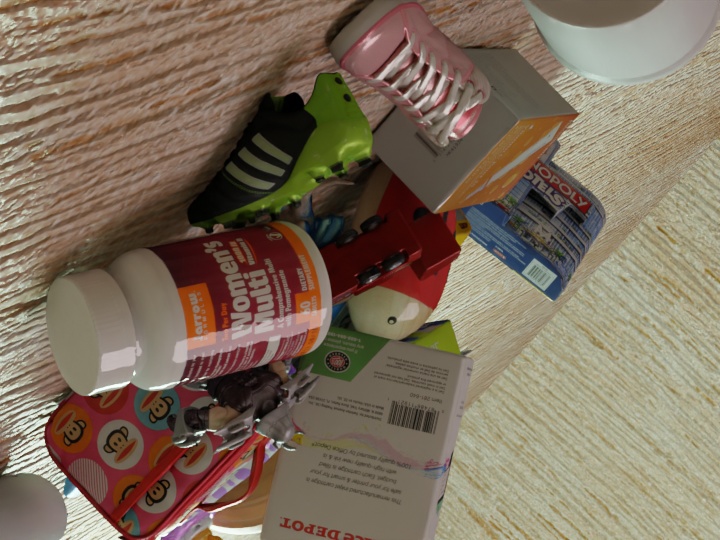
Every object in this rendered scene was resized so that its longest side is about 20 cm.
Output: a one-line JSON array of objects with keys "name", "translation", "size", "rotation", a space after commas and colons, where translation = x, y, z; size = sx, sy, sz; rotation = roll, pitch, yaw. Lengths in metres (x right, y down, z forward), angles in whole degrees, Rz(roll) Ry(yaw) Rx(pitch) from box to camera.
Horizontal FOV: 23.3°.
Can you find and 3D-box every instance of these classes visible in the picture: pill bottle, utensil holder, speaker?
[{"name": "pill bottle", "translation": [-0.131, 0.031, 1.336], "size": [0.199, 0.110, 0.110], "rotation": [-13, 152, -33]}, {"name": "utensil holder", "translation": [0.209, -0.253, 1.438], "size": [0.170, 0.170, 0.200], "rotation": [-45, 167, 8]}, {"name": "speaker", "translation": [-0.333, 0.223, 1.511], "size": [0.081, 0.081, 0.200], "rotation": [-45, 168, 10]}]

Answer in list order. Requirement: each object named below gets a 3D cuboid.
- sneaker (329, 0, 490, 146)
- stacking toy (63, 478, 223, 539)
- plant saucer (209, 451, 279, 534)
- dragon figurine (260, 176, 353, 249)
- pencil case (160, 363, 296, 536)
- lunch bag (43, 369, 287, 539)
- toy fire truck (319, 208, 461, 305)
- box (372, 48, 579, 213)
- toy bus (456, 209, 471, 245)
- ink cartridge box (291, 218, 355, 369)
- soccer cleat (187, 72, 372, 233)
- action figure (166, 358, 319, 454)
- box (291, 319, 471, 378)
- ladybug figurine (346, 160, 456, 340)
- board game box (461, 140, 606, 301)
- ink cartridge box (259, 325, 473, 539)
[{"name": "sneaker", "translation": [0.050, -0.158, 1.394], "size": [0.075, 0.105, 0.200], "rotation": [-44, 167, 12]}, {"name": "stacking toy", "translation": [-0.187, 0.238, 1.743], "size": [0.116, 0.200, 0.110], "rotation": [-51, 166, 30]}, {"name": "plant saucer", "translation": [-0.114, 0.175, 1.811], "size": [0.200, 0.200, 0.032], "rotation": [-42, 145, -8]}, {"name": "dragon figurine", "translation": [-0.055, -0.041, 1.555], "size": [0.099, 0.059, 0.200], "rotation": [-29, 162, -51]}, {"name": "pencil case", "translation": [-0.137, 0.163, 1.625], "size": [0.200, 0.084, 0.086], "rotation": [-36, -168, 2]}, {"name": "lunch bag", "translation": [-0.163, 0.140, 1.540], "size": [0.200, 0.176, 0.082], "rotation": [-46, 168, 11]}, {"name": "toy fire truck", "translation": [0.000, 0.000, 1.575], "size": [0.200, 0.049, 0.141], "rotation": [-29, 169, -10]}, {"name": "box", "translation": [0.112, -0.137, 1.681], "size": [0.124, 0.098, 0.200], "rotation": [-48, 168, 21]}, {"name": "toy bus", "translation": [0.037, -0.006, 1.902], "size": [0.065, 0.078, 0.200], "rotation": [-9, 147, -41]}, {"name": "ink cartridge box", "translation": [-0.048, 0.034, 1.781], "size": [0.200, 0.084, 0.146], "rotation": [-25, 158, -54]}, {"name": "soccer cleat", "translation": [-0.067, -0.088, 1.344], "size": [0.067, 0.081, 0.200], "rotation": [-11, 169, -47]}, {"name": "action figure", "translation": [-0.121, 0.082, 1.417], "size": [0.130, 0.200, 0.070], "rotation": [-27, 147, -46]}, {"name": "box", "translation": [0.011, 0.099, 1.747], "size": [0.122, 0.048, 0.200], "rotation": [-11, -171, 35]}, {"name": "ladybug figurine", "translation": [0.045, -0.024, 1.713], "size": [0.136, 0.072, 0.201], "rotation": [29, 68, -56]}, {"name": "board game box", "translation": [0.186, -0.094, 1.950], "size": [0.062, 0.200, 0.200], "rotation": [-53, 179, 43]}, {"name": "ink cartridge box", "translation": [0.008, 0.159, 1.543], "size": [0.084, 0.144, 0.201], "rotation": [33, 70, -80]}]
